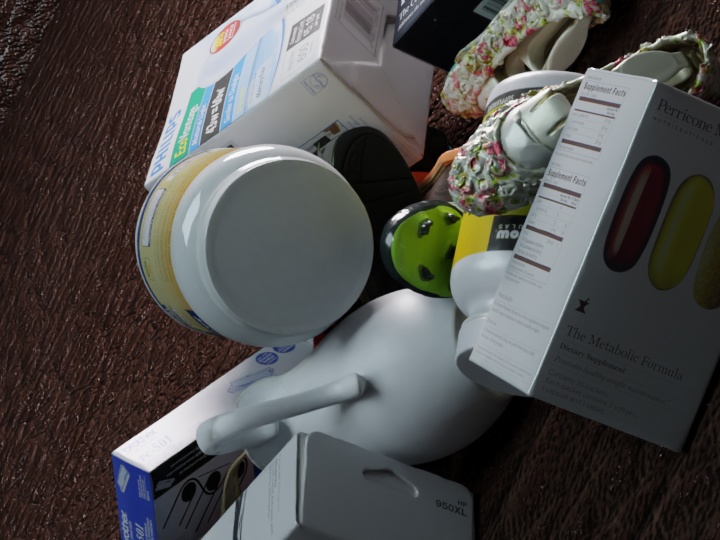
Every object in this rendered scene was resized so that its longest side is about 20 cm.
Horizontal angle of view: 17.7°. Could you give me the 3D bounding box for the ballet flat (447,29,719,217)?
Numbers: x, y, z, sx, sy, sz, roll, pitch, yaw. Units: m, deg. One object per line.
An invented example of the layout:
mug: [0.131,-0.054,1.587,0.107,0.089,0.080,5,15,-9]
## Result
ballet flat: [0.144,-0.103,1.484,0.076,0.200,0.064,57,167,21]

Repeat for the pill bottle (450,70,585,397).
pill bottle: [0.122,-0.023,1.544,0.112,0.112,0.201,-33,41,58]

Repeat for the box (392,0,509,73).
box: [0.122,-0.276,1.817,0.200,0.104,0.183,-45,29,47]

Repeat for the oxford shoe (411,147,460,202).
oxford shoe: [0.085,-0.051,1.765,0.200,0.071,0.073,-27,69,62]

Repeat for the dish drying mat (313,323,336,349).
dish drying mat: [-0.026,0.109,1.801,0.077,0.018,0.201,-100,9,-55]

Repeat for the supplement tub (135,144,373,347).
supplement tub: [-0.077,-0.019,1.677,0.145,0.144,0.200,-70,16,-4]

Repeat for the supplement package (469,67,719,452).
supplement package: [0.166,-0.009,1.414,0.201,0.113,0.110,-69,19,2]

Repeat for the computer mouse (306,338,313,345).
computer mouse: [-0.034,0.053,1.967,0.140,0.046,0.201,-39,34,55]

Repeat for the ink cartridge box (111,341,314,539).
ink cartridge box: [-0.107,0.138,1.807,0.044,0.200,0.094,22,129,33]

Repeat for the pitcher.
pitcher: [-0.003,0.088,1.634,0.200,0.171,0.122,-23,81,30]

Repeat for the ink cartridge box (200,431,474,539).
ink cartridge box: [-0.029,0.216,1.642,0.200,0.144,0.084,-50,28,41]

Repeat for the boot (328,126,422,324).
boot: [-0.001,0.001,1.804,0.154,0.073,0.204,-26,80,66]

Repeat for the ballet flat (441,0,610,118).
ballet flat: [0.122,-0.161,1.735,0.200,0.075,0.064,-52,51,49]

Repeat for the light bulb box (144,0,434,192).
light bulb box: [-0.052,-0.135,1.887,0.200,0.125,0.199,-33,28,29]

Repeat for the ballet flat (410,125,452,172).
ballet flat: [0.012,-0.104,1.974,0.068,0.068,0.200,-63,18,-16]

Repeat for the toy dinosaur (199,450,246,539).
toy dinosaur: [-0.097,0.205,1.766,0.058,0.200,0.101,31,66,36]

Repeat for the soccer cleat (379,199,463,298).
soccer cleat: [0.054,-0.018,1.622,0.081,0.200,0.068,2,95,29]
